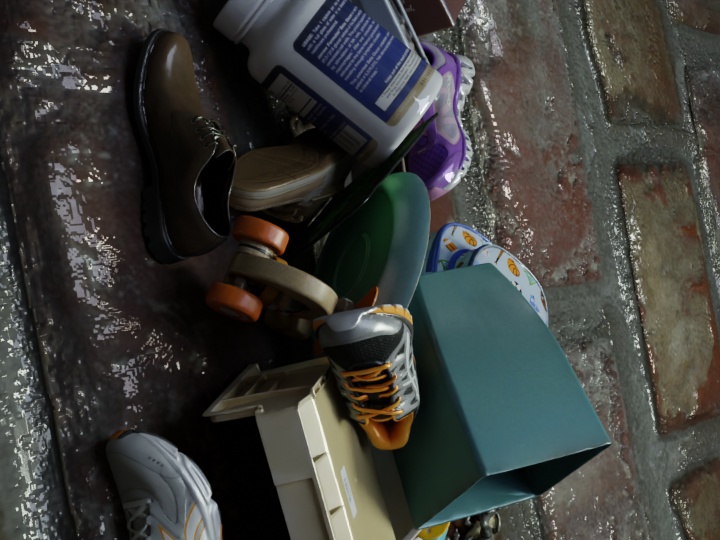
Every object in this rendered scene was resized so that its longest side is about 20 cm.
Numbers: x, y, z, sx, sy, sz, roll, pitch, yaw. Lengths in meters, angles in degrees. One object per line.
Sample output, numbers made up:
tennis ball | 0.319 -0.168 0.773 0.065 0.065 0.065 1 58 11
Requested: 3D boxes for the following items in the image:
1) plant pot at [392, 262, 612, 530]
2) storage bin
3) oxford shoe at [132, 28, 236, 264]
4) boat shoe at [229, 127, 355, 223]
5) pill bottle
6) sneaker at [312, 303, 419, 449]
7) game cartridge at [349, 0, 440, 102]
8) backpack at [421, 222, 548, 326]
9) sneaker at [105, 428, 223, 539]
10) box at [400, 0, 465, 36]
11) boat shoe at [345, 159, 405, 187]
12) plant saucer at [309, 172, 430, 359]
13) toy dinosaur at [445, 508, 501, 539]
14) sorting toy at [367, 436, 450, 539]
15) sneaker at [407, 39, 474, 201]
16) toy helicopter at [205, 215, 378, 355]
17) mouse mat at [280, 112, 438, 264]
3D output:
plant pot | 0.099 0.105 1.477 0.141 0.141 0.200 -11 68 -30
storage bin | -0.045 0.185 1.371 0.199 0.094 0.200 -47 122 -77
oxford shoe | -0.140 -0.111 1.383 0.073 0.084 0.200 0 78 -57
boat shoe | -0.061 -0.077 1.514 0.200 0.074 0.069 -29 133 -56
pill bottle | -0.032 -0.195 1.503 0.200 0.111 0.111 38 41 -7
sneaker | 0.013 0.086 1.350 0.200 0.078 0.077 58 25 -62
game cartridge | -0.022 -0.232 1.566 0.200 0.133 0.042 63 32 -22
backpack | 0.100 0.048 1.676 0.200 0.154 0.191 43 35 -41
sneaker | -0.152 0.220 1.269 0.092 0.076 0.200 -36 103 -38
box | 0.018 -0.343 1.638 0.164 0.166 0.200 60 36 -30
boat shoe | 0.014 -0.144 1.670 0.072 0.059 0.200 15 68 -56
plant saucer | 0.000 0.000 1.494 0.027 0.200 0.200 21 58 -22
toy dinosaur | 0.113 0.287 1.693 0.200 0.047 0.088 -61 159 -46
sorting toy | 0.050 0.210 1.606 0.180 0.107 0.200 55 34 -67
sneaker | 0.068 -0.168 1.761 0.088 0.080 0.200 37 45 -40
toy helicopter | -0.054 0.029 1.414 0.200 0.132 0.079 92 17 -76
mouse mat | -0.011 -0.066 1.515 0.008 0.161 0.200 48 37 -6
